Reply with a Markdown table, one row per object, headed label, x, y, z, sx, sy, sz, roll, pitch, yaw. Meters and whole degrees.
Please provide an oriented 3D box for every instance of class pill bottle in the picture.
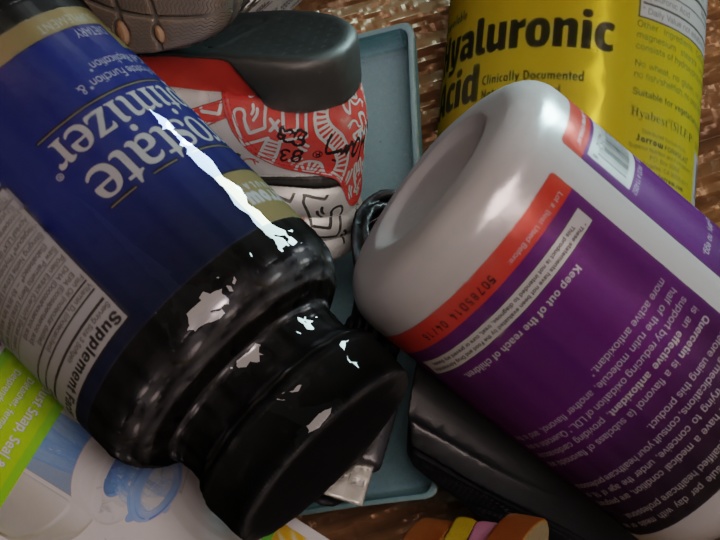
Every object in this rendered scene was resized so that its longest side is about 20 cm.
| label | x | y | z | sx | sy | sz | roll | pitch | yaw |
| --- | --- | --- | --- | --- | --- | --- | --- | --- | --- |
| pill bottle | 0.091 | -0.099 | 1.128 | 0.110 | 0.111 | 0.201 | 9 | 73 | -11 |
| pill bottle | 0.101 | 0.028 | 1.009 | 0.200 | 0.112 | 0.113 | 39 | 70 | -12 |
| pill bottle | -0.081 | 0.000 | 0.978 | 0.112 | 0.112 | 0.200 | -41 | 75 | -20 |

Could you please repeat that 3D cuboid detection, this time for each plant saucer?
| label | x | y | z | sx | sy | sz | roll | pitch | yaw |
| --- | --- | --- | --- | --- | --- | --- | --- | --- | --- |
| plant saucer | 0.000 | 0.000 | 1.111 | 0.070 | 0.019 | 0.202 | -10 | 73 | 28 |

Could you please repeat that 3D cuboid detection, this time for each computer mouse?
| label | x | y | z | sx | sy | sz | roll | pitch | yaw |
| --- | --- | --- | --- | --- | --- | --- | --- | --- | --- |
| computer mouse | 0.068 | 0.066 | 1.068 | 0.200 | 0.053 | 0.139 | 35 | 56 | -30 |

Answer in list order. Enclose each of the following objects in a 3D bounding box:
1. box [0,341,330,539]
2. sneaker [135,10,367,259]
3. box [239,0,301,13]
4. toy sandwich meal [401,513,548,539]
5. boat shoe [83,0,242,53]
| label | x | y | z | sx | sy | sz | roll | pitch | yaw |
| --- | --- | --- | --- | --- | --- | --- | --- | --- | --- |
| box | -0.101 | 0.130 | 1.006 | 0.199 | 0.102 | 0.113 | 33 | 43 | -3 |
| sneaker | -0.093 | -0.052 | 1.091 | 0.200 | 0.109 | 0.067 | 6 | 31 | 18 |
| box | -0.043 | -0.231 | 1.125 | 0.200 | 0.048 | 0.193 | -44 | 76 | -5 |
| toy sandwich meal | 0.031 | 0.195 | 1.004 | 0.070 | 0.205 | 0.206 | 16 | 71 | 15 |
| boat shoe | -0.122 | -0.144 | 1.068 | 0.199 | 0.075 | 0.073 | 23 | 34 | 28 |
